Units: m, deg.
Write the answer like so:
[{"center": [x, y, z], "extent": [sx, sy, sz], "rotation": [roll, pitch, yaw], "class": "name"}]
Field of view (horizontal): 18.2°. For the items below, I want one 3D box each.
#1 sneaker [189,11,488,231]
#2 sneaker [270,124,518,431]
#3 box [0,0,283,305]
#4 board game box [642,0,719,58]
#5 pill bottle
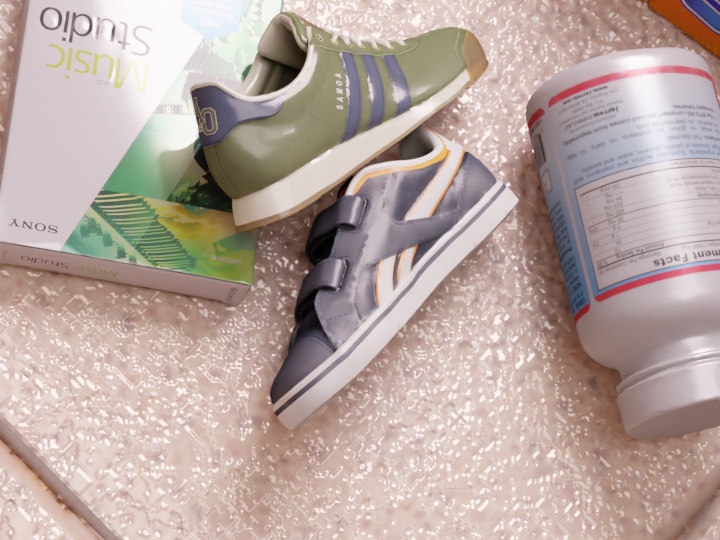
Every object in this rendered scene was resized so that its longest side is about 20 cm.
[{"center": [-0.013, -0.106, 1.227], "extent": [0.200, 0.067, 0.090], "rotation": [-38, 105, -35], "class": "sneaker"}, {"center": [0.000, 0.000, 1.216], "extent": [0.079, 0.078, 0.200], "rotation": [44, 55, -2], "class": "sneaker"}, {"center": [-0.121, -0.090, 1.236], "extent": [0.144, 0.036, 0.201], "rotation": [10, 70, -13], "class": "box"}, {"center": [0.249, -0.267, 1.311], "extent": [0.199, 0.200, 0.200], "rotation": [36, 66, -1], "class": "board game box"}, {"center": [0.164, -0.014, 1.249], "extent": [0.108, 0.109, 0.201], "rotation": [-7, 74, -18], "class": "pill bottle"}]
